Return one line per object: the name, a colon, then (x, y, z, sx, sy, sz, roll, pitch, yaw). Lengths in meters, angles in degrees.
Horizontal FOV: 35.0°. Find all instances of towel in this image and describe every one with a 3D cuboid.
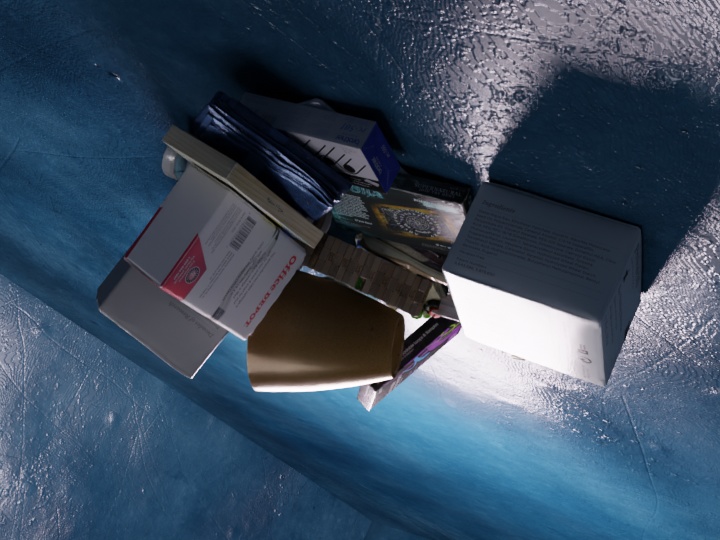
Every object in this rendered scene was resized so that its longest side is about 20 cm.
towel: (-0.114, -0.134, 1.391, 0.199, 0.049, 0.112, 34, 161, -12)

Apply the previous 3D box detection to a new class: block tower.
block tower: (0.000, 0.000, 1.550, 0.199, 0.054, 0.058, 24, -179, -4)

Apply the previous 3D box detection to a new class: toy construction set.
toy construction set: (0.054, 0.017, 1.667, 0.130, 0.093, 0.200, -3, 156, 23)

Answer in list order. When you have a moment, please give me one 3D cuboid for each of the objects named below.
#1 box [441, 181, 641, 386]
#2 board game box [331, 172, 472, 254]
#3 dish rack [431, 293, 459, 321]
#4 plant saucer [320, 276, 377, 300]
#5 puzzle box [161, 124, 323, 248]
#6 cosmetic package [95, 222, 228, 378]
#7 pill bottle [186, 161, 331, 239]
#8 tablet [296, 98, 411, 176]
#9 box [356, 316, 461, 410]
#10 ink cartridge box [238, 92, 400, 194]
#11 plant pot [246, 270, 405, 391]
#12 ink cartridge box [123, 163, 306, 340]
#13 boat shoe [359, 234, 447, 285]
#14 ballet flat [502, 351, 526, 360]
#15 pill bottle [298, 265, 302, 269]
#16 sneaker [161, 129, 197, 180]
box: (0.223, 0.018, 1.375, 0.199, 0.131, 0.199, 19, 160, 22)
board game box: (0.051, -0.079, 1.469, 0.199, 0.028, 0.136, 15, 153, 19)
dish rack: (0.215, 0.065, 1.574, 0.199, 0.044, 0.171, 15, -174, 32)
plant saucer: (-0.051, 0.038, 1.816, 0.199, 0.028, 0.200, -4, 169, -1)
puzzle box: (-0.143, -0.102, 1.413, 0.133, 0.025, 0.200, 31, 175, 37)
cosmetic package: (-0.247, 0.012, 1.607, 0.165, 0.200, 0.165, 39, 179, -15)
pill bottle: (-0.143, -0.106, 1.588, 0.200, 0.111, 0.111, 40, 158, -32)
tablet: (-0.017, -0.148, 1.457, 0.200, 0.014, 0.130, 38, 159, -27)
box: (0.081, 0.130, 1.767, 0.036, 0.200, 0.143, 49, 166, 12)
ink cartridge box: (-0.056, -0.156, 1.395, 0.199, 0.044, 0.094, 17, 157, 31)
plant pot: (-0.042, 0.098, 1.649, 0.199, 0.187, 0.187, 8, 157, 12)
ink cartridge box: (-0.177, -0.019, 1.439, 0.084, 0.145, 0.200, 33, 176, 34)
boat shoe: (0.097, -0.023, 1.546, 0.199, 0.065, 0.072, 22, -178, 15)
ballet flat: (0.221, 0.107, 1.635, 0.067, 0.047, 0.200, 11, -175, -7)
pill bottle: (-0.155, -0.027, 1.811, 0.112, 0.113, 0.200, 34, 160, -19)
sneaker: (-0.227, -0.145, 1.674, 0.082, 0.074, 0.200, 22, 172, 12)
